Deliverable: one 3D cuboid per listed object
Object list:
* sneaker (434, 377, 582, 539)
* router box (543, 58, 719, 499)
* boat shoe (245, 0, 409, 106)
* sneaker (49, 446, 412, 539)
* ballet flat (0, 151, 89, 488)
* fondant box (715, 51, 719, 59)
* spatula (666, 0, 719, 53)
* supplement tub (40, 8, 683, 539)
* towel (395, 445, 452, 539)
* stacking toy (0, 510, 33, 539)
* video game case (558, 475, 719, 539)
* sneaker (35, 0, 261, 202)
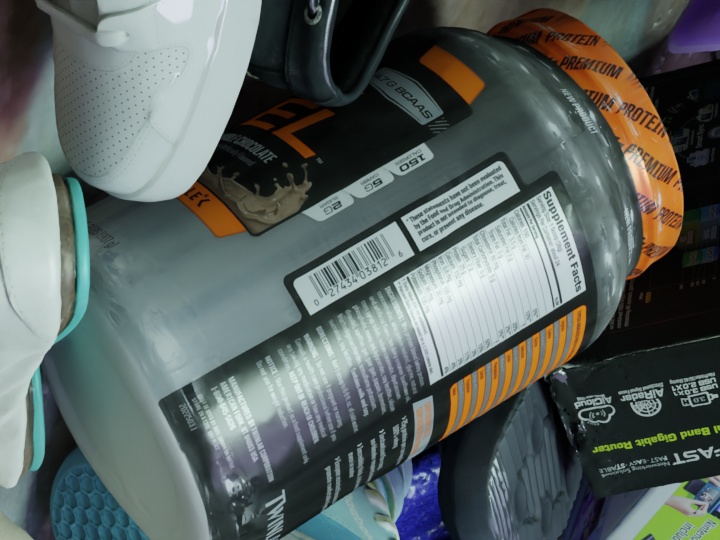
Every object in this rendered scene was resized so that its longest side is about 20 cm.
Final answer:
[{"bbox_3d":[0.041,0.052,0.881,0.200,0.081,0.071,-53,140,-67],"label":"sneaker"},{"bbox_3d":[0.155,-0.011,0.879,0.200,0.149,0.062,-73,145,-54],"label":"router box"},{"bbox_3d":[0.023,-0.138,0.734,0.200,0.066,0.074,-55,148,5],"label":"boat shoe"},{"bbox_3d":[0.002,0.102,0.846,0.130,0.199,0.080,-30,148,-51],"label":"sneaker"},{"bbox_3d":[-0.120,0.017,0.692,0.069,0.070,0.200,-38,173,-21],"label":"ballet flat"},{"bbox_3d":[0.199,-0.163,0.956,0.144,0.058,0.200,-45,148,-11],"label":"fondant box"},{"bbox_3d":[0.192,-0.121,0.912,0.199,0.021,0.057,-24,153,-41],"label":"spatula"},{"bbox_3d":[0.000,0.000,0.780,0.199,0.123,0.123,-30,144,-21],"label":"supplement tub"},{"bbox_3d":[-0.009,0.153,1.023,0.147,0.049,0.201,-34,146,-28],"label":"towel"},{"bbox_3d":[-0.189,0.153,0.732,0.200,0.147,0.146,-38,152,10],"label":"stacking toy"},{"bbox_3d":[0.129,0.068,0.989,0.182,0.045,0.200,-55,-175,40],"label":"video game case"},{"bbox_3d":[-0.082,-0.106,0.632,0.115,0.073,0.201,-15,124,-44],"label":"sneaker"}]
